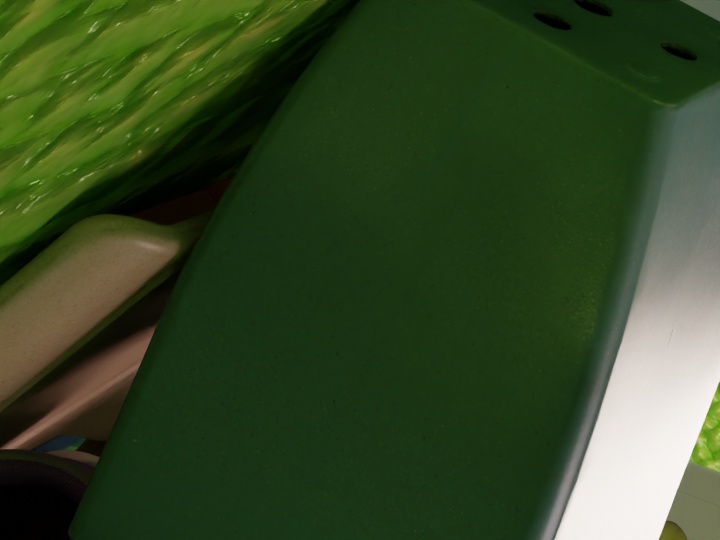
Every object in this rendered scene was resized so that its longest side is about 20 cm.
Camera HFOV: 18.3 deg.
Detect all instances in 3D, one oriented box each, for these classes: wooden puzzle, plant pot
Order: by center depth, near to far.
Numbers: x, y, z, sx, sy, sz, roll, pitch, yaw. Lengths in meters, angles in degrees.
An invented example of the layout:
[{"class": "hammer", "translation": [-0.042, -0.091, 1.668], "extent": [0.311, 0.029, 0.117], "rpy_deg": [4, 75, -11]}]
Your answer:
[{"class": "plant pot", "translation": [0.032, 0.010, 0.658], "extent": [0.141, 0.141, 0.201], "rpy_deg": [-26, 141, -58]}, {"class": "wooden puzzle", "translation": [-0.088, 0.020, 0.740], "extent": [0.185, 0.037, 0.200], "rpy_deg": [-38, 170, 26]}]

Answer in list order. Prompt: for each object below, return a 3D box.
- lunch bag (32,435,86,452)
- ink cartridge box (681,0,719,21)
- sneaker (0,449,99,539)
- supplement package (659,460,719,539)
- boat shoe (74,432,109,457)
[{"class": "lunch bag", "translation": [-0.127, 0.170, 1.043], "extent": [0.200, 0.171, 0.127], "rpy_deg": [-33, 175, -39]}, {"class": "ink cartridge box", "translation": [0.182, -0.071, 0.715], "extent": [0.115, 0.201, 0.068], "rpy_deg": [-33, 174, -20]}, {"class": "sneaker", "translation": [-0.064, 0.121, 0.695], "extent": [0.081, 0.200, 0.089], "rpy_deg": [-50, 156, -8]}, {"class": "supplement package", "translation": [0.058, 0.137, 0.936], "extent": [0.156, 0.199, 0.112], "rpy_deg": [-41, -147, 56]}, {"class": "boat shoe", "translation": [-0.125, 0.125, 0.821], "extent": [0.072, 0.072, 0.200], "rpy_deg": [-58, 172, 29]}]
